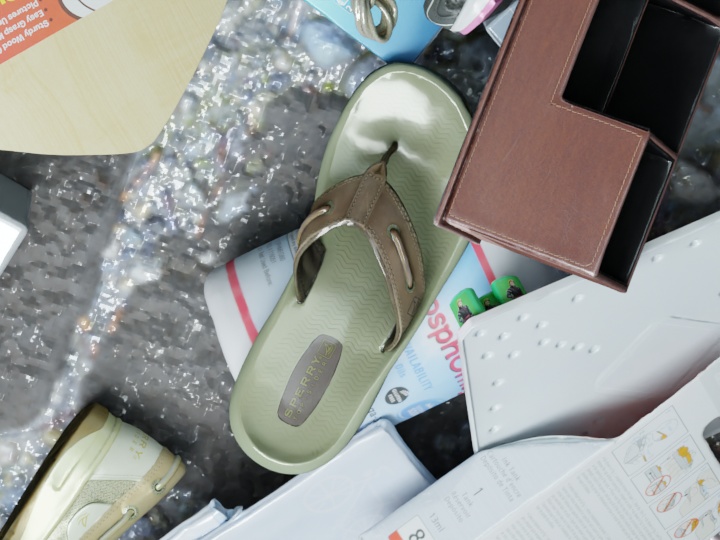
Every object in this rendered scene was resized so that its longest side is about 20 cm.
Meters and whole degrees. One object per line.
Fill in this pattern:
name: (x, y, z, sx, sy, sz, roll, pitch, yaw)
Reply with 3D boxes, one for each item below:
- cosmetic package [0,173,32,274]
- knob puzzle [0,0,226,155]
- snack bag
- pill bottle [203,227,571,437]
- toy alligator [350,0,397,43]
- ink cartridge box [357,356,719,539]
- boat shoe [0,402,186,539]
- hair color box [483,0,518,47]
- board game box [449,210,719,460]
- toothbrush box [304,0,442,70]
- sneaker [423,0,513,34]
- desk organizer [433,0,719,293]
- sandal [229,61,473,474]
cosmetic package: (-0.270, -0.039, 1.325, 0.200, 0.071, 0.102, 31, 102, -13)
knob puzzle: (-0.145, -0.141, 1.228, 0.219, 0.030, 0.220, -7, 108, -21)
snack bag: (-0.032, 0.163, 1.387, 0.200, 0.021, 0.189, -34, 140, 6)
pill bottle: (0.032, 0.009, 1.344, 0.199, 0.109, 0.109, -25, 108, 4)
toy alligator: (-0.033, -0.195, 1.218, 0.054, 0.059, 0.201, 1, 114, 40)
ink cartridge box: (0.110, 0.118, 1.372, 0.200, 0.050, 0.162, -39, 147, -1)
boat shoe: (-0.167, 0.165, 1.399, 0.063, 0.073, 0.201, 32, 95, -8)
hair color box: (0.148, -0.169, 1.301, 0.200, 0.099, 0.061, -40, 105, 8)
board game box: (0.141, 0.034, 1.328, 0.199, 0.026, 0.200, -23, 148, -7)
toothbrush box: (-0.016, -0.214, 1.282, 0.200, 0.085, 0.147, 35, 102, -14)
sneaker: (0.061, -0.208, 1.219, 0.086, 0.080, 0.201, 23, 103, 11)
desk organizer: (0.111, -0.097, 1.205, 0.077, 0.072, 0.201, 21, 90, 19)
sandal: (0.001, 0.001, 1.264, 0.080, 0.057, 0.202, 21, 88, 7)
